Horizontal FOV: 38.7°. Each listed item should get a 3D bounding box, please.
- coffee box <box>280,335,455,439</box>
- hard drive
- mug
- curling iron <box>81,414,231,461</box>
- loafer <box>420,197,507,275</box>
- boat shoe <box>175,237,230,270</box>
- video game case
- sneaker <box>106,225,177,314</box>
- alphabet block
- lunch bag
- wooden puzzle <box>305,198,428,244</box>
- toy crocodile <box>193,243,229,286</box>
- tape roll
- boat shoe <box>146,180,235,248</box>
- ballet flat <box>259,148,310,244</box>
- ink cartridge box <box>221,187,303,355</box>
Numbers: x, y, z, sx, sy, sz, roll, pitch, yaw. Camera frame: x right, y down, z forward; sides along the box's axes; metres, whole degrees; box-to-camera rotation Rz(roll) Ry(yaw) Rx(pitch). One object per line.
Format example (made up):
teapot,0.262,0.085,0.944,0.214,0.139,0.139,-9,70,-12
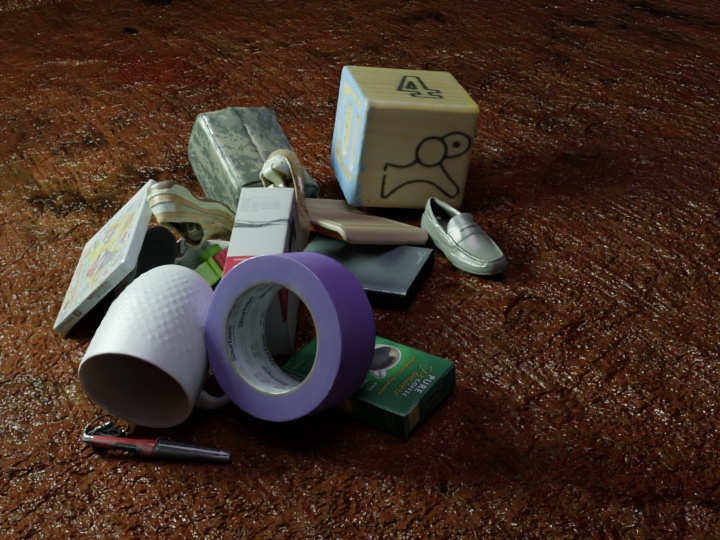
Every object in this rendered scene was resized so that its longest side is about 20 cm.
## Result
coffee box,0.009,0.138,1.321,0.199,0.044,0.123,16,38,31
hard drive,0.000,0.000,1.570,0.198,0.033,0.140,8,32,20
mug,-0.236,0.099,1.313,0.199,0.148,0.176,34,45,-17
curling iron,-0.250,0.209,1.252,0.198,0.026,0.050,6,35,17
loafer,0.157,-0.053,1.601,0.069,0.070,0.200,-19,34,-26
boat shoe,-0.267,-0.025,1.610,0.198,0.070,0.071,-10,31,-13
video game case,-0.375,-0.022,1.524,0.182,0.023,0.201,-39,29,29
sneaker,-0.339,0.040,1.505,0.083,0.121,0.201,28,62,-21
alphabet block,0.070,-0.228,1.759,0.198,0.197,0.197,2,30,-15
lunch bag,-0.178,-0.175,1.741,0.167,0.140,0.201,-18,65,-28
wooden puzzle,-0.019,-0.073,1.644,0.184,0.038,0.199,-1,18,-42
toy crocodile,-0.184,-0.024,1.579,0.199,0.068,0.062,-31,-5,-36
tape roll,-0.087,0.079,1.252,0.199,0.202,0.085,14,10,29
boat shoe,-0.248,-0.067,1.530,0.071,0.077,0.200,-21,-21,24
ballet flat,-0.122,-0.128,1.588,0.070,0.065,0.201,-32,50,16
ink cartridge box,-0.132,-0.001,1.443,0.082,0.148,0.201,-1,42,5
